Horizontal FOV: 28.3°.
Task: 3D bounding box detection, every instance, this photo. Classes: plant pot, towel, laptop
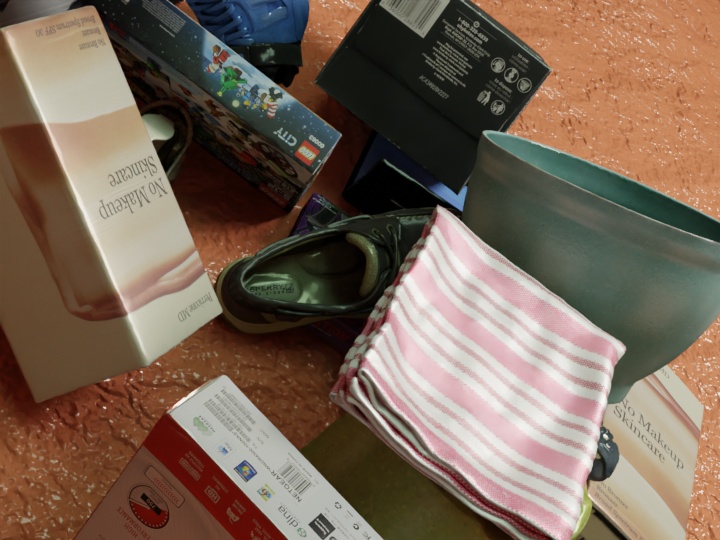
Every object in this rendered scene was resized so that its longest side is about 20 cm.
[{"bbox_3d":[0.030,0.148,0.817,0.199,0.185,0.201,24,38,-20],"label":"plant pot"},{"bbox_3d":[0.074,0.052,0.777,0.146,0.030,0.200,37,36,-4],"label":"towel"},{"bbox_3d":[0.149,0.005,0.964,0.199,0.135,0.200,22,12,-5],"label":"plant pot"},{"bbox_3d":[0.085,-0.055,1.150,0.176,0.200,0.104,33,75,-7],"label":"laptop"}]

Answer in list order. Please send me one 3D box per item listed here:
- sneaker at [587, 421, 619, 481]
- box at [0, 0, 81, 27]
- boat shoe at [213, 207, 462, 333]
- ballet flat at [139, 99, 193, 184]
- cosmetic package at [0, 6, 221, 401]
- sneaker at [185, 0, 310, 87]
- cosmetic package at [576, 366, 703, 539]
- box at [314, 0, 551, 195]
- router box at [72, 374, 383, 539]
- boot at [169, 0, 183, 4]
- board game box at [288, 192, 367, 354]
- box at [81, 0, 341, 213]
[{"bbox_3d":[0.079,0.103,0.955,0.199,0.087,0.077,25,4,31],"label":"sneaker"},{"bbox_3d":[-0.243,-0.224,1.034,0.060,0.117,0.200,43,35,7],"label":"box"},{"bbox_3d":[-0.001,-0.001,0.989,0.199,0.066,0.072,-13,87,-17],"label":"boat shoe"},{"bbox_3d":[-0.168,-0.061,0.967,0.068,0.067,0.201,35,36,-7],"label":"ballet flat"},{"bbox_3d":[-0.173,-0.040,0.836,0.202,0.087,0.103,68,26,-10],"label":"cosmetic package"},{"bbox_3d":[-0.104,-0.200,1.120,0.200,0.076,0.112,14,79,-63],"label":"sneaker"},{"bbox_3d":[0.176,0.144,1.019,0.103,0.087,0.201,44,34,-13],"label":"cosmetic package"},{"bbox_3d":[0.064,-0.164,1.176,0.148,0.125,0.200,38,11,-1],"label":"box"},{"bbox_3d":[-0.053,0.183,0.711,0.200,0.180,0.049,44,36,9],"label":"router box"},{"bbox_3d":[-0.191,-0.330,1.245,0.200,0.066,0.165,40,34,8],"label":"boot"},{"bbox_3d":[0.027,0.033,1.073,0.199,0.032,0.120,33,41,-8],"label":"board game box"},{"bbox_3d":[-0.112,-0.128,1.038,0.199,0.137,0.038,37,76,-2],"label":"box"}]
